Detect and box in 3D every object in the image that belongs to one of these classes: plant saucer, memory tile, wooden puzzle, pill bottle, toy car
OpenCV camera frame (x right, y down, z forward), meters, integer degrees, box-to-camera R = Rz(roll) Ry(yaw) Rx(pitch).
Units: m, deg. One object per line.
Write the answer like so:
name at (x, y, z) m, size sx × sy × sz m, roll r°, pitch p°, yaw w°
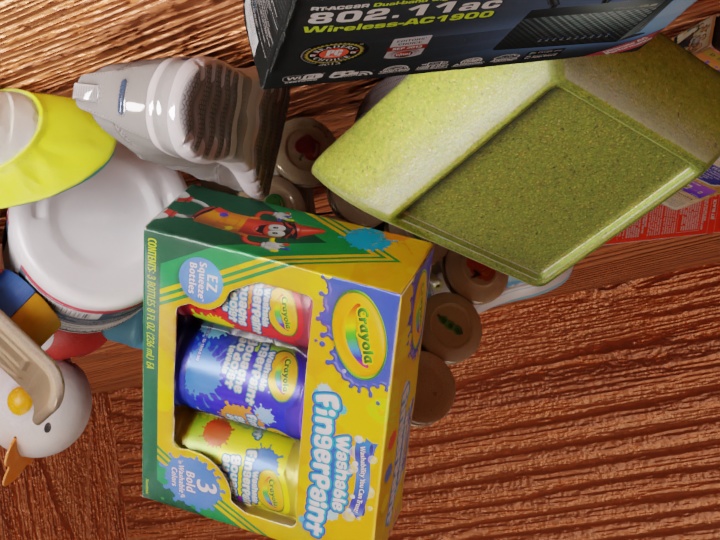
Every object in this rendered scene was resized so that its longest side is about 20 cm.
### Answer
plant saucer at (0.105, -0.063, 0.746) m, size 0.198 × 0.048 × 0.199 m, roll 21°, pitch 135°, yaw -36°
memory tile at (0.000, 0.000, 0.870) m, size 0.199 × 0.155 × 0.017 m, roll 33°, pitch 157°, yaw -8°
wooden puzzle at (-0.264, 0.012, 0.858) m, size 0.046 × 0.201 × 0.185 m, roll -42°, pitch -175°, yaw -20°
pill bottle at (-0.191, -0.020, 0.891) m, size 0.118 × 0.122 × 0.200 m, roll -7°, pitch 173°, yaw -19°
toy car at (-0.275, 0.087, 1.083) m, size 0.181 × 0.203 × 0.177 m, roll 12°, pitch 174°, yaw 2°

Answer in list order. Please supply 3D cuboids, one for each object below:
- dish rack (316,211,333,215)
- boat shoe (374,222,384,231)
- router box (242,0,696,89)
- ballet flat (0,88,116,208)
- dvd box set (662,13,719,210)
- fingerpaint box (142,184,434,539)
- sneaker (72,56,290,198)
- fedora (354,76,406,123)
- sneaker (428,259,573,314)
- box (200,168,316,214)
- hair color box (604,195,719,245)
dish rack at (-0.113, -0.038, 1.136) m, size 0.197 × 0.056 × 0.153 m, roll -8°, pitch 174°, yaw -30°
boat shoe at (0.018, -0.020, 1.061) m, size 0.071 × 0.073 × 0.202 m, roll -22°, pitch 142°, yaw -16°
router box at (0.055, -0.136, 0.533) m, size 0.197 × 0.063 × 0.150 m, roll -8°, pitch 172°, yaw -11°
ballet flat at (-0.237, -0.068, 0.702) m, size 0.196 × 0.068 × 0.067 m, roll -8°, pitch 152°, yaw 3°
dvd box set at (0.240, -0.106, 0.911) m, size 0.145 × 0.030 × 0.199 m, roll 22°, pitch 159°, yaw -20°
fingerpaint box at (-0.050, 0.068, 0.792) m, size 0.164 × 0.203 × 0.073 m, roll 14°, pitch -151°, yaw 14°
sneaker at (-0.096, -0.092, 0.736) m, size 0.081 × 0.076 × 0.200 m, roll 12°, pitch 177°, yaw 14°
fedora at (0.086, -0.085, 0.861) m, size 0.174 × 0.092 × 0.200 m, roll -10°, pitch 173°, yaw 3°
sneaker at (0.078, -0.026, 0.978) m, size 0.198 × 0.080 × 0.132 m, roll -22°, pitch 140°, yaw -17°
box at (-0.065, 0.005, 0.923) m, size 0.076 × 0.204 × 0.095 m, roll -9°, pitch 174°, yaw 1°
hair color box at (0.221, -0.068, 1.138) m, size 0.197 × 0.065 × 0.111 m, roll -5°, pitch -160°, yaw -27°
